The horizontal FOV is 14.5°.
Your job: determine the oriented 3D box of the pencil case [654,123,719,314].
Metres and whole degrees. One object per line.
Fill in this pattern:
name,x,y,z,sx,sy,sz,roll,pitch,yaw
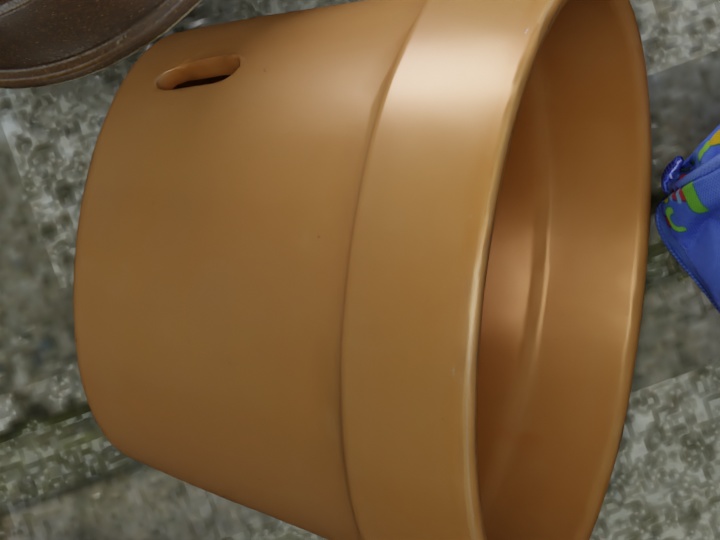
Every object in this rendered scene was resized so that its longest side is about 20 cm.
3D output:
pencil case,0.168,0.035,0.926,0.087,0.078,0.200,-27,90,5

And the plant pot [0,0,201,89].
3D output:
plant pot,-0.150,-0.171,0.838,0.200,0.198,0.201,-5,80,28

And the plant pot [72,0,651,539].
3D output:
plant pot,0.000,0.000,0.884,0.140,0.200,0.201,6,92,18
